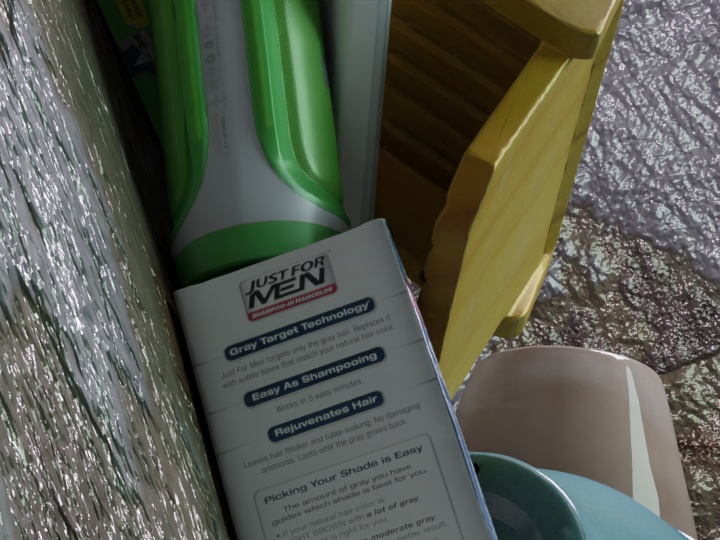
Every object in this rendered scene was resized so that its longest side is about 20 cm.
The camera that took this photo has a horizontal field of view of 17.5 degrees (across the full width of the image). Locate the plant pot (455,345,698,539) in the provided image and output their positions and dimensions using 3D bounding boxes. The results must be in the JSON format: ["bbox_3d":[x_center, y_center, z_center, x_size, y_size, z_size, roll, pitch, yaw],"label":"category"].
[{"bbox_3d":[0.116,0.145,1.392,0.200,0.200,0.174,64,28,-65],"label":"plant pot"}]

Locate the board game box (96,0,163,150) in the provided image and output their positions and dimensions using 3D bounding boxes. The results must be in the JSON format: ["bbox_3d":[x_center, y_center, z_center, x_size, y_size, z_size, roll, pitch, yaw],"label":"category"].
[{"bbox_3d":[-0.096,-0.098,1.224,0.135,0.029,0.200,-107,176,-57],"label":"board game box"}]

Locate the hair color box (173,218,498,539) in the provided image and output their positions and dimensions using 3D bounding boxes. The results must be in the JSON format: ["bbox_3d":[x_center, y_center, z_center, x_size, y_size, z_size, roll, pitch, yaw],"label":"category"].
[{"bbox_3d":[-0.004,0.085,0.968,0.061,0.100,0.200,68,4,-55],"label":"hair color box"}]

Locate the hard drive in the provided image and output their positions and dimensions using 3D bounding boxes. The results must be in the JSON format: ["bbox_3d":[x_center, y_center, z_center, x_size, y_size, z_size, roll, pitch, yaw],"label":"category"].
[{"bbox_3d":[-0.011,-0.114,1.143,0.132,0.027,0.200,-116,-151,-65],"label":"hard drive"}]

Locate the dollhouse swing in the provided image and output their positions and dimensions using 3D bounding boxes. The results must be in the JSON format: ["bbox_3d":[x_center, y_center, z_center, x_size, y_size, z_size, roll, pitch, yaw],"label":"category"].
[{"bbox_3d":[0.023,-0.059,1.128,0.182,0.176,0.200,35,-41,22],"label":"dollhouse swing"}]

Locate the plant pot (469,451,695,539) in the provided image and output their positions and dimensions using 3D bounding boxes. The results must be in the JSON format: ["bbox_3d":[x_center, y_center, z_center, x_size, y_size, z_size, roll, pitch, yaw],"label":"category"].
[{"bbox_3d":[0.080,0.182,1.134,0.188,0.200,0.200,47,21,-55],"label":"plant pot"}]

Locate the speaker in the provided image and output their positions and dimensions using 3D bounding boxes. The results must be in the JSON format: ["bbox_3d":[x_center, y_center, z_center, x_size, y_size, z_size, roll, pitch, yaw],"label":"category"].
[{"bbox_3d":[-0.054,-0.084,1.082,0.088,0.088,0.200,64,18,-67],"label":"speaker"}]
